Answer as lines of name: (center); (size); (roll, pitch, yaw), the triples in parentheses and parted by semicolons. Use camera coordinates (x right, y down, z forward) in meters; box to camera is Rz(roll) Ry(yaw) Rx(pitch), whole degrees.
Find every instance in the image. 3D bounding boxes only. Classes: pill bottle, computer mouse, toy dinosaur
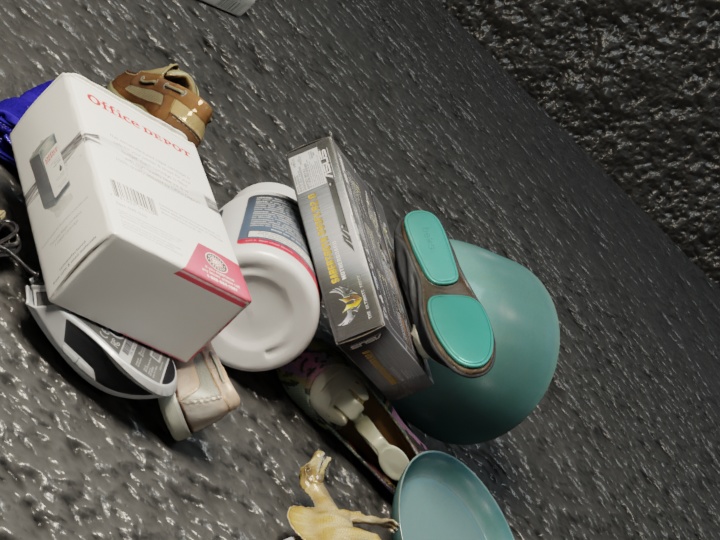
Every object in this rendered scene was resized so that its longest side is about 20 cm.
pill bottle: (-0.090, -0.004, 1.504); (0.120, 0.119, 0.200); (44, 19, -16)
computer mouse: (-0.224, 0.038, 1.230); (0.200, 0.044, 0.110); (41, 17, -12)
toy dinosaur: (-0.014, 0.220, 1.301); (0.101, 0.058, 0.200); (28, 16, -17)

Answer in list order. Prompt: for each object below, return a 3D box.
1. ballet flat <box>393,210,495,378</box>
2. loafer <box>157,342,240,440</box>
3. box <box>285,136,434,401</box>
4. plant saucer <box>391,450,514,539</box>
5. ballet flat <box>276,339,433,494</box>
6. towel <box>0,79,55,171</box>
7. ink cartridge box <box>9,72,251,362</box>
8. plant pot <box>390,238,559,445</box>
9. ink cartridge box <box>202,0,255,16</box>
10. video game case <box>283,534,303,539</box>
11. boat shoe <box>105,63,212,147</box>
ballet flat: (0.072, 0.035, 1.491); (0.073, 0.073, 0.201); (32, 29, -43)
loafer: (-0.139, 0.054, 1.337); (0.201, 0.062, 0.072); (-107, 178, -46)
box: (0.000, 0.000, 1.497); (0.158, 0.048, 0.202); (51, 21, -61)
plant saucer: (0.086, 0.261, 1.472); (0.200, 0.027, 0.201); (39, 37, -36)
ballet flat: (0.002, 0.141, 1.512); (0.200, 0.069, 0.071); (48, -1, -15)
towel: (-0.248, -0.106, 1.451); (0.148, 0.049, 0.200); (49, 18, -5)
ink cartridge box: (-0.183, -0.044, 1.283); (0.145, 0.085, 0.201); (29, 28, -40)
plant pot: (0.076, 0.058, 1.628); (0.161, 0.200, 0.201); (30, 26, -54)
ink cartridge box: (-0.243, -0.437, 2.143); (0.201, 0.043, 0.198); (58, 19, 18)
video game case: (-0.020, 0.287, 1.244); (0.183, 0.023, 0.200); (54, 17, 13)
boat shoe: (-0.189, -0.161, 1.600); (0.076, 0.074, 0.200); (43, 0, -32)
